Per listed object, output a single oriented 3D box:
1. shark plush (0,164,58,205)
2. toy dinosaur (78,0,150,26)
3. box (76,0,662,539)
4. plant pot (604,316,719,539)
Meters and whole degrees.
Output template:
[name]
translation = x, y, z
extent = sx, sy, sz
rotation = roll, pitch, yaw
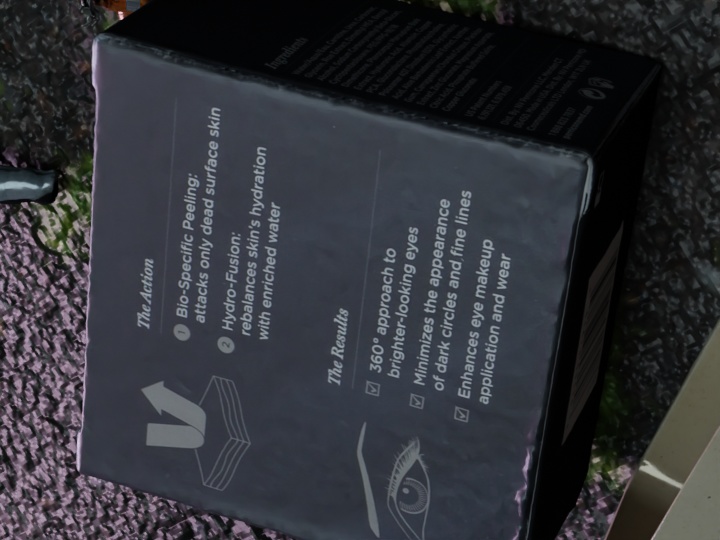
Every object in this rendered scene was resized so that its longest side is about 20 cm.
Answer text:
[shark plush]
translation = -0.248, -0.051, 0.986
extent = 0.200, 0.091, 0.083
rotation = 25, 163, 7
[toy dinosaur]
translation = -0.118, -0.169, 0.875
extent = 0.135, 0.102, 0.201
rotation = -11, 93, 10
[box]
translation = 0.000, 0.000, 0.831
extent = 0.199, 0.117, 0.197
rotation = 15, 119, 15
[plant pot]
translation = 0.192, 0.098, 0.736
extent = 0.177, 0.200, 0.200
rotation = 27, 124, 6
